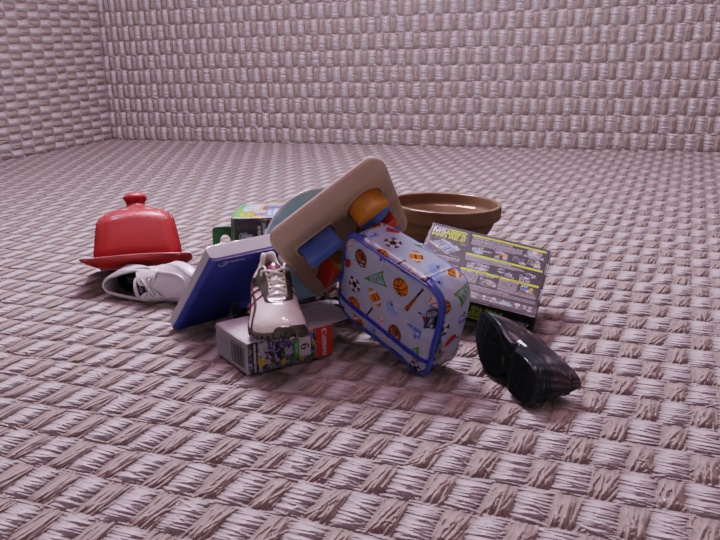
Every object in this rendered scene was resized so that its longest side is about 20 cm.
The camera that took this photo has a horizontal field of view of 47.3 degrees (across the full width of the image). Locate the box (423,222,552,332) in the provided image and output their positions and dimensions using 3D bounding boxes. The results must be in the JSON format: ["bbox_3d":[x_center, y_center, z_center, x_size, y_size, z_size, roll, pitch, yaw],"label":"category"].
[{"bbox_3d":[0.185,0.010,1.274,0.198,0.045,0.161,14,43,12],"label":"box"}]

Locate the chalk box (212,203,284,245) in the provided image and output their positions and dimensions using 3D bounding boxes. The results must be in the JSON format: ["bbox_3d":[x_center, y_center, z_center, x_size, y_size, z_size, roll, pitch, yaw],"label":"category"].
[{"bbox_3d":[-0.182,-0.057,1.575,0.198,0.126,0.124,0,16,1],"label":"chalk box"}]

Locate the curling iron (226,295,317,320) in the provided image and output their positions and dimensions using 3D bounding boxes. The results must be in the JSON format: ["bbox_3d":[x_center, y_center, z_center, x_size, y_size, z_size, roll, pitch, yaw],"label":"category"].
[{"bbox_3d":[-0.125,0.058,1.325,0.199,0.026,0.050,-12,57,-30],"label":"curling iron"}]

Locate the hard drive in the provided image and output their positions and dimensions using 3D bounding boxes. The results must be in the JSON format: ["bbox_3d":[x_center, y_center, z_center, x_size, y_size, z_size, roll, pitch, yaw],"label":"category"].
[{"bbox_3d":[-0.203,0.018,1.254,0.131,0.025,0.200,-14,-24,-37],"label":"hard drive"}]

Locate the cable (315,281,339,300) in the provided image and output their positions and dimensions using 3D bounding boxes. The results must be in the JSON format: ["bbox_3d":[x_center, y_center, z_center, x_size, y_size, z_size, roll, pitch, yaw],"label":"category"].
[{"bbox_3d":[0.000,0.000,1.341,0.199,0.051,0.097,-24,-1,-45],"label":"cable"}]

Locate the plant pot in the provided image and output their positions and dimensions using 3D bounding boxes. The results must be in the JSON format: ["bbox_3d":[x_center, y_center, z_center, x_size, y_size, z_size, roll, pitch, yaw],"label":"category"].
[{"bbox_3d":[0.147,-0.077,1.452,0.199,0.094,0.201,1,16,0],"label":"plant pot"}]

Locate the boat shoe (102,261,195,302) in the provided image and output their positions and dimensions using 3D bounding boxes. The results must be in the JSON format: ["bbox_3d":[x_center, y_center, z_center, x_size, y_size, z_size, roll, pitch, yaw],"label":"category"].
[{"bbox_3d":[-0.363,0.027,1.420,0.199,0.074,0.065,-4,16,34],"label":"boat shoe"}]

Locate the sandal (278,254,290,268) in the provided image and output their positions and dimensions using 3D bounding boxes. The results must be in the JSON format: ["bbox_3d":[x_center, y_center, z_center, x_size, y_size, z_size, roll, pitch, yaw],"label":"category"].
[{"bbox_3d":[-0.066,-0.019,1.267,0.050,0.083,0.202,43,17,14],"label":"sandal"}]

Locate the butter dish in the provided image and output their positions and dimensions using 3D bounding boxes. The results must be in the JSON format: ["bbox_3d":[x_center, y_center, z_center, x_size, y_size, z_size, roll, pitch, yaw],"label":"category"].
[{"bbox_3d":[-0.424,-0.074,1.561,0.198,0.149,0.200,-3,-3,-8],"label":"butter dish"}]

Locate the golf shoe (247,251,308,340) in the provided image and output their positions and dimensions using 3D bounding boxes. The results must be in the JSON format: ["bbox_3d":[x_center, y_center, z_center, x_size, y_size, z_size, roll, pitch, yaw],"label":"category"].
[{"bbox_3d":[-0.121,0.038,1.124,0.077,0.089,0.200,-5,17,-16],"label":"golf shoe"}]

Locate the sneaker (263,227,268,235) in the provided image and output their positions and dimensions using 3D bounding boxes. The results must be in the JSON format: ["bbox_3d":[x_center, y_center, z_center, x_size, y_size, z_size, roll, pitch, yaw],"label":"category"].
[{"bbox_3d":[-0.095,0.017,1.422,0.199,0.113,0.073,27,-20,-15],"label":"sneaker"}]

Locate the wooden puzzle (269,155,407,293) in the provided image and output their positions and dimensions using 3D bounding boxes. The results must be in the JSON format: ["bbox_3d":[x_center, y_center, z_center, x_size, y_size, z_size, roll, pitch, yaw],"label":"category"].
[{"bbox_3d":[-0.018,-0.049,1.156,0.185,0.200,0.046,-37,63,-2],"label":"wooden puzzle"}]

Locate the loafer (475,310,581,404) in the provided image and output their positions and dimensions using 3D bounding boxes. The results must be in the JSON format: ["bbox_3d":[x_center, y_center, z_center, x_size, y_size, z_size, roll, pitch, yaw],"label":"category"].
[{"bbox_3d":[0.208,0.111,1.063,0.072,0.073,0.200,3,24,-17],"label":"loafer"}]

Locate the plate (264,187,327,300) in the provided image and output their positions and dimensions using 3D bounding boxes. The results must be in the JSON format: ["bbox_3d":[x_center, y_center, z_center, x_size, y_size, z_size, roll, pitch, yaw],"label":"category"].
[{"bbox_3d":[-0.073,-0.040,1.360,0.199,0.202,0.026,-9,21,-24],"label":"plate"}]

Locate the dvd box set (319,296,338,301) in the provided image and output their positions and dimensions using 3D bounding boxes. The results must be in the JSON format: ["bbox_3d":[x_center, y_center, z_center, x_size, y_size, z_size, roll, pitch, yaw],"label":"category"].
[{"bbox_3d":[0.051,0.021,1.338,0.146,0.030,0.199,19,42,42],"label":"dvd box set"}]

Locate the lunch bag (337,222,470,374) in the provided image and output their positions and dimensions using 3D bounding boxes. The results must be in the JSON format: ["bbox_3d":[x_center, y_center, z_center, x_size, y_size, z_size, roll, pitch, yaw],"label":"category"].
[{"bbox_3d":[0.055,0.042,1.105,0.075,0.161,0.200,-22,47,-37],"label":"lunch bag"}]

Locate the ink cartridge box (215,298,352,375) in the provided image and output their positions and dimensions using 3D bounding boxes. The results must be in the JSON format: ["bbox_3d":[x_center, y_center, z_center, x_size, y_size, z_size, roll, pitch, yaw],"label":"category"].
[{"bbox_3d":[-0.096,0.092,1.184,0.199,0.051,0.109,-11,18,-32],"label":"ink cartridge box"}]
